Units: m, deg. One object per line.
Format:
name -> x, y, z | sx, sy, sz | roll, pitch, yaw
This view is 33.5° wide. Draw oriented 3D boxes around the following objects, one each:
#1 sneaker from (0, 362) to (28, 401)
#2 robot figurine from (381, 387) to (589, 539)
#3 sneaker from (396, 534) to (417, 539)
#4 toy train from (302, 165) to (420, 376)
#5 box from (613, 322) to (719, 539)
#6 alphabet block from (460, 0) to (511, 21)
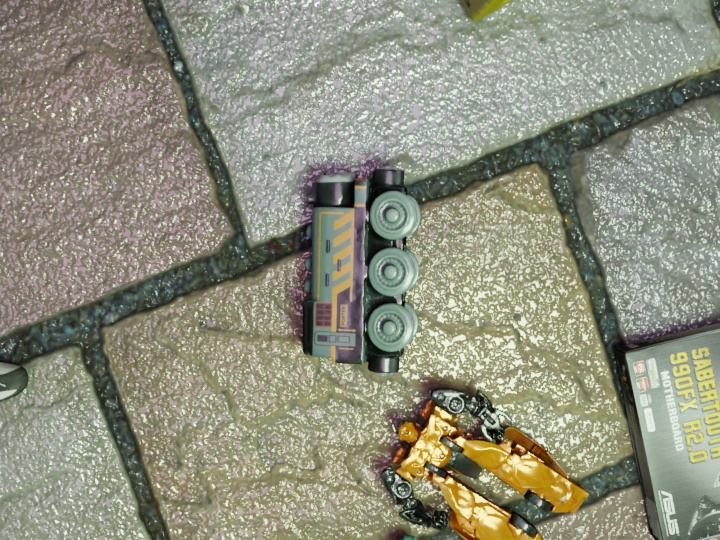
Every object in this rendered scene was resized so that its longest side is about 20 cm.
sneaker -> -0.416, 0.082, 1.146 | 0.196, 0.074, 0.082 | 9, 91, -4
robot figurine -> 0.117, 0.206, 1.188 | 0.198, 0.058, 0.146 | 33, 91, -5
sneaker -> 0.006, 0.355, 1.185 | 0.090, 0.078, 0.203 | 17, 91, 0
toy train -> 0.000, 0.000, 1.162 | 0.112, 0.085, 0.204 | 1, 93, 7
box -> 0.352, 0.160, 1.203 | 0.155, 0.048, 0.204 | -12, 94, -2
alphabet block -> 0.147, -0.372, 1.089 | 0.193, 0.196, 0.202 | -29, 94, 0
